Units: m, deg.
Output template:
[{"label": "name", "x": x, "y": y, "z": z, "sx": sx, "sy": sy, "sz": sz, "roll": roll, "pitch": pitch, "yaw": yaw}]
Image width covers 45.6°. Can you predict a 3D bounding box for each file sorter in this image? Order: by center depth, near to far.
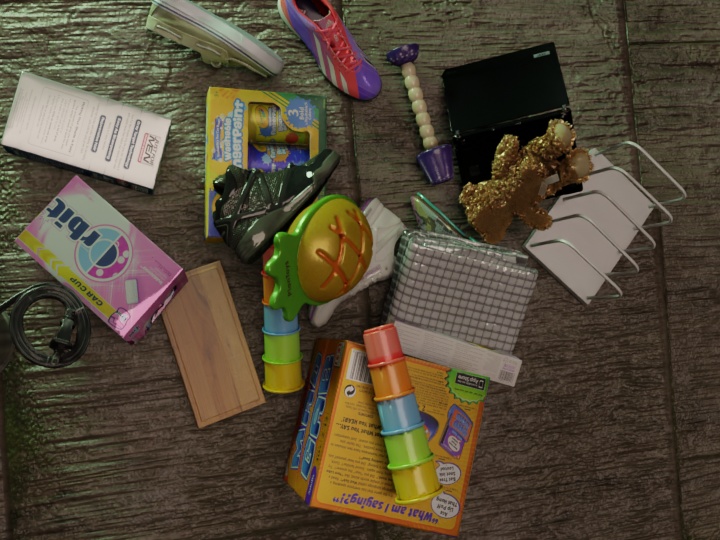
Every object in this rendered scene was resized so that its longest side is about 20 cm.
[{"label": "file sorter", "x": 0.372, "y": -0.073, "z": 1.288, "sx": 0.138, "sy": 0.124, "sz": 0.201, "roll": 40, "pitch": 77, "yaw": -10}]

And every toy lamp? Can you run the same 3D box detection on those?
[{"label": "toy lamp", "x": 0.092, "y": -0.227, "z": 1.258, "sx": 0.057, "sy": 0.058, "sz": 0.204, "roll": -16, "pitch": 91, "yaw": -15}]

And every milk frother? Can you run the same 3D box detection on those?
[{"label": "milk frother", "x": -0.433, "y": 0.079, "z": 1.027, "sx": 0.198, "sy": 0.188, "sz": 0.183, "roll": 31, "pitch": 80, "yaw": -11}]

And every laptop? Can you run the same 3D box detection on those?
[{"label": "laptop", "x": 0.225, "y": -0.209, "z": 1.279, "sx": 0.174, "sy": 0.104, "sz": 0.203, "roll": -12, "pitch": 114, "yaw": 11}]

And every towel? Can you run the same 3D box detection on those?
[{"label": "towel", "x": 0.136, "y": 0.039, "z": 1.213, "sx": 0.196, "sy": 0.086, "sz": 0.169, "roll": 10, "pitch": 107, "yaw": -13}]

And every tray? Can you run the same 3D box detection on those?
[{"label": "tray", "x": -0.206, "y": 0.099, "z": 1.166, "sx": 0.097, "sy": 0.037, "sz": 0.204, "roll": -19, "pitch": 90, "yaw": -16}]

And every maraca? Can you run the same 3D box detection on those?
[{"label": "maraca", "x": -0.053, "y": -0.018, "z": 1.084, "sx": 0.199, "sy": 0.105, "sz": 0.140, "roll": -35, "pitch": 125, "yaw": -47}]

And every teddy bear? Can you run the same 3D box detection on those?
[{"label": "teddy bear", "x": 0.237, "y": -0.128, "z": 1.232, "sx": 0.144, "sy": 0.067, "sz": 0.201, "roll": 31, "pitch": 108, "yaw": -20}]

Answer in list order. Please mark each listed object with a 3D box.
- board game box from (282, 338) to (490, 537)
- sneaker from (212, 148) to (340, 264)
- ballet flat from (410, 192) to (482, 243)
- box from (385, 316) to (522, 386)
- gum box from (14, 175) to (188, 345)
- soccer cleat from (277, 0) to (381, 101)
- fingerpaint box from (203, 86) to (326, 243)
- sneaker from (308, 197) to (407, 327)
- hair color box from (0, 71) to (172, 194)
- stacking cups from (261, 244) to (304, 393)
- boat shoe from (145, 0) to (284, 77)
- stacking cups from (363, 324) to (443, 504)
[{"label": "board game box", "x": 0.027, "y": 0.213, "z": 1.136, "sx": 0.196, "sy": 0.200, "sz": 0.204, "roll": 15, "pitch": 82, "yaw": -14}, {"label": "sneaker", "x": -0.116, "y": -0.112, "z": 1.106, "sx": 0.114, "sy": 0.076, "sz": 0.199, "roll": 44, "pitch": 69, "yaw": 2}, {"label": "ballet flat", "x": 0.142, "y": -0.031, "z": 1.259, "sx": 0.198, "sy": 0.069, "sz": 0.072, "roll": 34, "pitch": 98, "yaw": -11}, {"label": "box", "x": 0.124, "y": 0.111, "z": 1.166, "sx": 0.196, "sy": 0.039, "sz": 0.042, "roll": 17, "pitch": 92, "yaw": -15}, {"label": "gum box", "x": -0.326, "y": -0.008, "z": 1.104, "sx": 0.199, "sy": 0.066, "sz": 0.114, "roll": 40, "pitch": 77, "yaw": 4}, {"label": "soccer cleat", "x": -0.040, "y": -0.327, "z": 1.219, "sx": 0.068, "sy": 0.073, "sz": 0.201, "roll": -42, "pitch": 97, "yaw": -14}, {"label": "fingerpaint box", "x": -0.132, "y": -0.140, "z": 1.182, "sx": 0.163, "sy": 0.073, "sz": 0.205, "roll": 2, "pitch": 86, "yaw": -15}, {"label": "sneaker", "x": 0.000, "y": 0.000, "z": 1.207, "sx": 0.099, "sy": 0.075, "sz": 0.202, "roll": 34, "pitch": 79, "yaw": -9}, {"label": "hair color box", "x": -0.357, "y": -0.178, "z": 1.131, "sx": 0.196, "sy": 0.060, "sz": 0.102, "roll": 16, "pitch": 83, "yaw": -13}, {"label": "stacking cups", "x": -0.110, "y": 0.059, "z": 1.157, "sx": 0.059, "sy": 0.060, "sz": 0.205, "roll": -6, "pitch": 103, "yaw": -15}, {"label": "boat shoe", "x": -0.201, "y": -0.317, "z": 1.188, "sx": 0.197, "sy": 0.072, "sz": 0.063, "roll": 29, "pitch": 104, "yaw": -8}, {"label": "stacking cups", "x": 0.042, "y": 0.167, "z": 1.004, "sx": 0.059, "sy": 0.060, "sz": 0.204, "roll": -16, "pitch": 89, "yaw": -15}]
